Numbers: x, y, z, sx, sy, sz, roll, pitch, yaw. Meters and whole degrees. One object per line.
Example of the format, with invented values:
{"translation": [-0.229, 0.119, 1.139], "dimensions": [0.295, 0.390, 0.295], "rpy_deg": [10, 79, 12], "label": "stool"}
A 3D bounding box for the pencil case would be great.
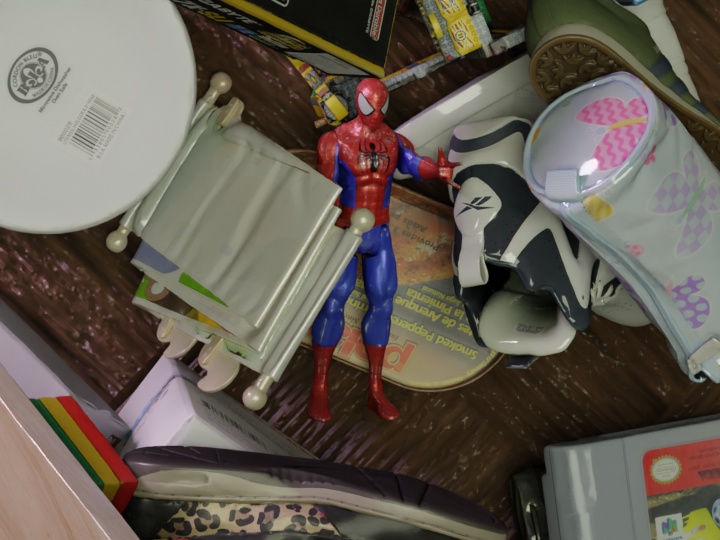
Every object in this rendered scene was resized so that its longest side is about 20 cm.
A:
{"translation": [0.168, -0.021, 1.365], "dimensions": [0.091, 0.083, 0.200], "rpy_deg": [-54, 132, -13], "label": "pencil case"}

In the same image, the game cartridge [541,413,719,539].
{"translation": [0.205, 0.156, 1.483], "dimensions": [0.200, 0.041, 0.133], "rpy_deg": [-8, 95, -28], "label": "game cartridge"}

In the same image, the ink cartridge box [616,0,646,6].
{"translation": [0.221, -0.228, 1.441], "dimensions": [0.200, 0.116, 0.068], "rpy_deg": [-27, 100, -4], "label": "ink cartridge box"}

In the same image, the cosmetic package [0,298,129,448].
{"translation": [-0.233, 0.045, 1.369], "dimensions": [0.090, 0.107, 0.200], "rpy_deg": [-44, 69, -1], "label": "cosmetic package"}

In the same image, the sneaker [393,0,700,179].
{"translation": [0.114, -0.074, 1.463], "dimensions": [0.200, 0.074, 0.116], "rpy_deg": [-27, 96, -6], "label": "sneaker"}

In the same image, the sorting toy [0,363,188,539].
{"translation": [-0.163, 0.179, 1.230], "dimensions": [0.070, 0.200, 0.199], "rpy_deg": [3, 124, -47], "label": "sorting toy"}

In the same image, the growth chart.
{"translation": [-0.075, -0.017, 1.397], "dimensions": [0.018, 0.200, 0.145], "rpy_deg": [32, 96, -44], "label": "growth chart"}

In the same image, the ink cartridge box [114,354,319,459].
{"translation": [-0.088, 0.158, 1.393], "dimensions": [0.147, 0.200, 0.145], "rpy_deg": [37, 92, -10], "label": "ink cartridge box"}

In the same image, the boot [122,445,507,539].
{"translation": [-0.033, 0.175, 1.263], "dimensions": [0.200, 0.073, 0.151], "rpy_deg": [9, 95, -5], "label": "boot"}

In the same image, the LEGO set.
{"translation": [0.011, -0.176, 1.414], "dimensions": [0.154, 0.116, 0.200], "rpy_deg": [-16, 97, -6], "label": "LEGO set"}

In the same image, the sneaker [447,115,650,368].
{"translation": [0.112, 0.014, 1.418], "dimensions": [0.199, 0.079, 0.130], "rpy_deg": [47, 45, -46], "label": "sneaker"}

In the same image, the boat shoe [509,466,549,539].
{"translation": [0.115, 0.217, 1.498], "dimensions": [0.066, 0.072, 0.201], "rpy_deg": [2, 90, -3], "label": "boat shoe"}

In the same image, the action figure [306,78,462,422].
{"translation": [0.009, -0.007, 1.396], "dimensions": [0.065, 0.099, 0.200], "rpy_deg": [-1, 102, -17], "label": "action figure"}

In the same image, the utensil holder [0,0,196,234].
{"translation": [-0.176, -0.106, 1.353], "dimensions": [0.170, 0.200, 0.170], "rpy_deg": [-1, 95, -8], "label": "utensil holder"}

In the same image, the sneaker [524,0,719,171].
{"translation": [0.161, -0.103, 1.408], "dimensions": [0.067, 0.090, 0.200], "rpy_deg": [-32, 131, 24], "label": "sneaker"}

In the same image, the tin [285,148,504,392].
{"translation": [0.000, 0.000, 1.472], "dimensions": [0.200, 0.042, 0.112], "rpy_deg": [24, 88, -10], "label": "tin"}

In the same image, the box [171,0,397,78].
{"translation": [-0.033, -0.220, 1.298], "dimensions": [0.160, 0.049, 0.200], "rpy_deg": [21, 77, -47], "label": "box"}
